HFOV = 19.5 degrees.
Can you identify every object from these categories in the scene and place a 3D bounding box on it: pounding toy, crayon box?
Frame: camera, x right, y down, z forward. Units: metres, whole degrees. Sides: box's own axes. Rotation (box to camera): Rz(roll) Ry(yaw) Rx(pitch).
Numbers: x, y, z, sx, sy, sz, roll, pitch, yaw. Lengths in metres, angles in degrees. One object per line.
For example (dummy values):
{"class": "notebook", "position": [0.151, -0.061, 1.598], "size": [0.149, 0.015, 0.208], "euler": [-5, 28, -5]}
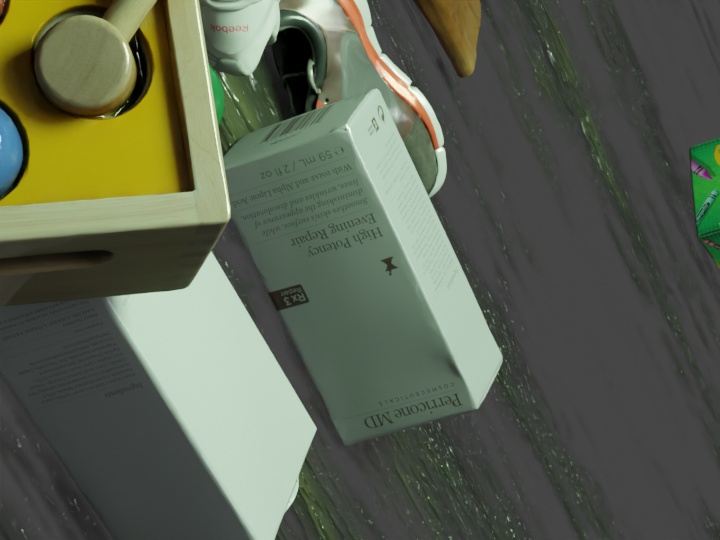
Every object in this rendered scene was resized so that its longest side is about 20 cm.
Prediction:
{"class": "pounding toy", "position": [-0.128, -0.094, 0.908], "size": [0.142, 0.200, 0.184], "euler": [130, -47, -68]}
{"class": "crayon box", "position": [0.418, -0.041, 2.251], "size": [0.200, 0.058, 0.119], "euler": [46, 36, -45]}

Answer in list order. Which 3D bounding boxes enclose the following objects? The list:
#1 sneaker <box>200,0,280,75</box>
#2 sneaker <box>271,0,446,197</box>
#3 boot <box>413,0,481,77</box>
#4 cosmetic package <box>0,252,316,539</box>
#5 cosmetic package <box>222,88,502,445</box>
{"class": "sneaker", "position": [-0.081, -0.182, 1.290], "size": [0.200, 0.078, 0.100], "euler": [-81, 174, -60]}
{"class": "sneaker", "position": [-0.016, -0.111, 1.393], "size": [0.082, 0.077, 0.200], "euler": [-51, 124, -29]}
{"class": "boot", "position": [0.035, -0.217, 1.579], "size": [0.188, 0.068, 0.200], "euler": [-93, 161, -44]}
{"class": "cosmetic package", "position": [-0.109, 0.048, 1.056], "size": [0.200, 0.081, 0.113], "euler": [63, 27, -24]}
{"class": "cosmetic package", "position": [0.000, 0.000, 1.292], "size": [0.200, 0.102, 0.074], "euler": [64, 27, -17]}
